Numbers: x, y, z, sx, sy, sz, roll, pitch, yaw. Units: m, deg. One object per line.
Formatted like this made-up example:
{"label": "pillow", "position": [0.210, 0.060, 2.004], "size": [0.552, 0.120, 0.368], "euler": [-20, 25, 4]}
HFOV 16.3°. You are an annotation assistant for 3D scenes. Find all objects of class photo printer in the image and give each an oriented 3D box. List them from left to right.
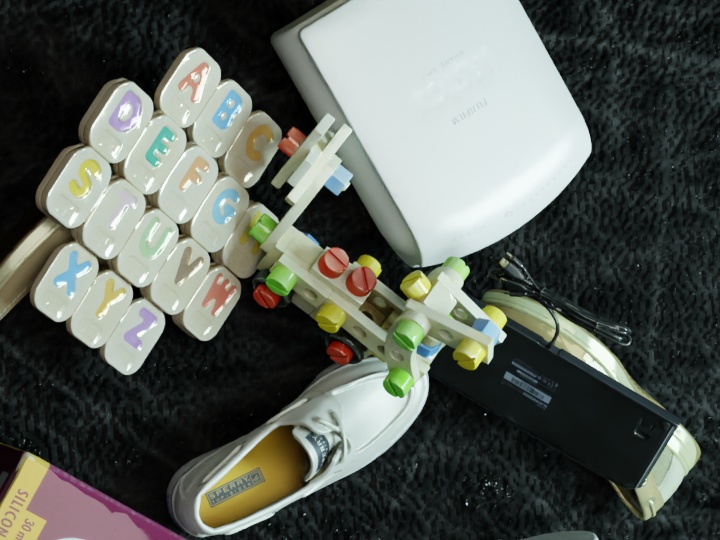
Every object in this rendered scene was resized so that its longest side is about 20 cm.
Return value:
{"label": "photo printer", "position": [0.055, -0.113, 1.697], "size": [0.166, 0.069, 0.200], "euler": [-33, 101, -18]}

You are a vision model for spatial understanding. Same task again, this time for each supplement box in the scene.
{"label": "supplement box", "position": [-0.172, 0.213, 1.605], "size": [0.200, 0.103, 0.131], "euler": [30, 80, -18]}

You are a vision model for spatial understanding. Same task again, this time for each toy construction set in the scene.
{"label": "toy construction set", "position": [0.000, 0.000, 1.638], "size": [0.092, 0.131, 0.200], "euler": [-37, 86, -29]}

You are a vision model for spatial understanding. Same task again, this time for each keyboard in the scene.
{"label": "keyboard", "position": [0.124, 0.058, 1.680], "size": [0.200, 0.127, 0.021], "euler": [30, 40, 6]}

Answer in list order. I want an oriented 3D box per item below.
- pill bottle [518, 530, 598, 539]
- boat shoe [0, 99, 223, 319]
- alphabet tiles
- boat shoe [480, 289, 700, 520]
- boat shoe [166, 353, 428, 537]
{"label": "pill bottle", "position": [0.141, 0.286, 1.710], "size": [0.120, 0.120, 0.200], "euler": [-16, 97, -19]}
{"label": "boat shoe", "position": [-0.171, -0.030, 1.620], "size": [0.200, 0.072, 0.065], "euler": [-46, 104, -19]}
{"label": "alphabet tiles", "position": [-0.126, -0.036, 1.608], "size": [0.196, 0.015, 0.200], "euler": [-58, 140, -11]}
{"label": "boat shoe", "position": [0.151, 0.091, 1.738], "size": [0.201, 0.073, 0.063], "euler": [43, 73, -23]}
{"label": "boat shoe", "position": [-0.034, 0.117, 1.668], "size": [0.200, 0.070, 0.071], "euler": [-27, 101, -15]}
